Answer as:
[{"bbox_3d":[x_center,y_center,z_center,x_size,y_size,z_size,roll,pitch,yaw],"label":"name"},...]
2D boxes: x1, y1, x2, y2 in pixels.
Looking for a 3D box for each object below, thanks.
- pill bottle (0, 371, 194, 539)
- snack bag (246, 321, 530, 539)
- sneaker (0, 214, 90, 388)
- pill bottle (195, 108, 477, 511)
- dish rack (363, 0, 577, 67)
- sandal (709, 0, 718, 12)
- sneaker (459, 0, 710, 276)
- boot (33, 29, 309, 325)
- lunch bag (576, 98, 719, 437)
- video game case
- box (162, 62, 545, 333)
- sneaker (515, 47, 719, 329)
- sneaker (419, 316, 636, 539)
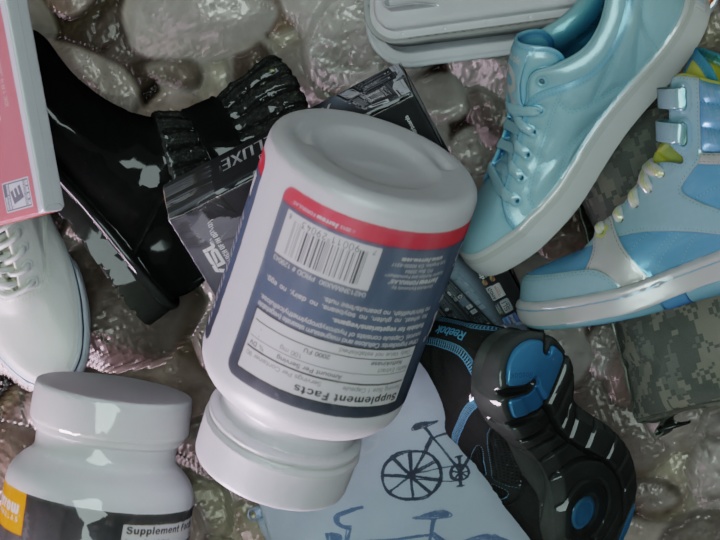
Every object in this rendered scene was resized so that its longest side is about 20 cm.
[{"bbox_3d":[-0.160,0.167,1.619,0.116,0.116,0.201,9,96,4],"label":"pill bottle"},{"bbox_3d":[0.027,0.132,1.619,0.188,0.021,0.201,-12,116,7],"label":"snack bag"},{"bbox_3d":[-0.218,-0.020,1.636,0.073,0.071,0.201,-20,94,5],"label":"sneaker"},{"bbox_3d":[-0.021,0.024,1.501,0.119,0.120,0.200,21,114,3],"label":"pill bottle"},{"bbox_3d":[0.086,-0.211,1.572,0.199,0.044,0.172,-6,79,24],"label":"dish rack"},{"bbox_3d":[0.111,-0.176,1.607,0.206,0.059,0.079,8,94,4],"label":"sandal"},{"bbox_3d":[0.102,-0.093,1.512,0.082,0.074,0.200,32,101,-22],"label":"sneaker"},{"bbox_3d":[-0.114,-0.088,1.615,0.158,0.079,0.211,-33,106,9],"label":"boot"},{"bbox_3d":[0.209,-0.018,1.572,0.167,0.139,0.201,-17,89,22],"label":"lunch bag"},{"bbox_3d":[-0.249,-0.089,1.594,0.200,0.017,0.144,-12,89,47],"label":"video game case"},{"bbox_3d":[0.000,0.000,1.591,0.157,0.050,0.200,-26,119,5],"label":"box"},{"bbox_3d":[0.164,-0.046,1.476,0.199,0.080,0.131,-17,90,23],"label":"sneaker"},{"bbox_3d":[0.097,0.098,1.560,0.073,0.082,0.200,-46,133,-25],"label":"sneaker"}]
